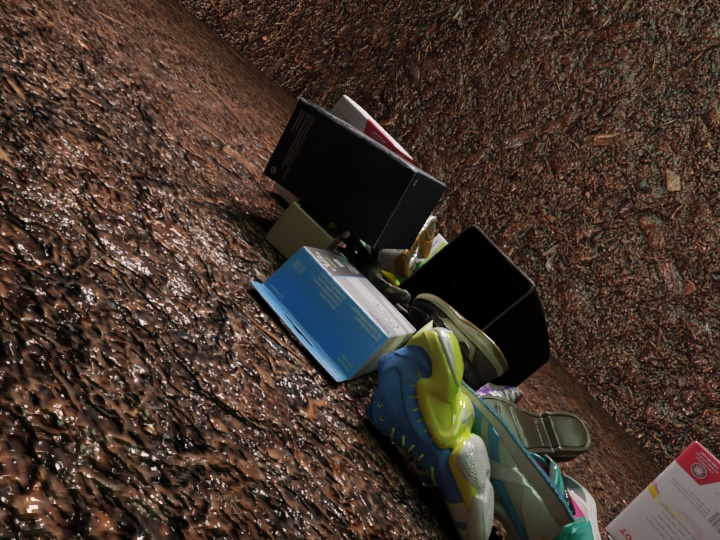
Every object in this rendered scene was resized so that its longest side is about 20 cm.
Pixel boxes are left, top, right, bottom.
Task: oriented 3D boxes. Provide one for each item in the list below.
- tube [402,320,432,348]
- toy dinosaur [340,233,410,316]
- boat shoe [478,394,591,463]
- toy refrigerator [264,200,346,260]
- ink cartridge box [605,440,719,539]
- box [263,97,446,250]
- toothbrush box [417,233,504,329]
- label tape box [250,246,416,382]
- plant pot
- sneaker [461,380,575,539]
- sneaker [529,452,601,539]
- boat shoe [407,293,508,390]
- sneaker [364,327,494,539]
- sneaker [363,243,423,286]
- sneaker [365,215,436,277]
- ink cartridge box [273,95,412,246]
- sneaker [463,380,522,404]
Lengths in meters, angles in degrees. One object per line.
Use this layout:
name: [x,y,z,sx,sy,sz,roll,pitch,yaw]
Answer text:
tube: [0.056,0.116,0.808,0.200,0.057,0.053,-47,124,-75]
toy dinosaur: [0.000,0.000,1.041,0.075,0.105,0.200,-14,26,-22]
boat shoe: [0.186,0.207,0.830,0.196,0.068,0.073,17,47,-21]
toy refrigerator: [-0.069,-0.058,0.998,0.076,0.070,0.200,42,10,0]
ink cartridge box: [0.494,0.384,1.022,0.085,0.201,0.148,31,15,-46]
box: [-0.002,-0.130,0.985,0.196,0.125,0.199,33,11,16]
toothbrush box: [0.185,0.041,1.252,0.145,0.086,0.201,44,11,-23]
label tape box: [-0.024,0.045,0.777,0.143,0.066,0.200,46,9,14]
plant pot: [0.181,0.091,1.064,0.178,0.198,0.201,47,5,-34]
sneaker: [0.125,0.190,0.699,0.201,0.080,0.076,53,6,27]
sneaker: [0.207,0.257,0.785,0.122,0.083,0.200,52,11,-2]
boat shoe: [0.112,0.093,0.905,0.200,0.065,0.073,35,-24,55]
sneaker: [0.063,0.162,0.656,0.076,0.103,0.205,43,35,-59]
sneaker: [0.033,-0.043,1.245,0.200,0.085,0.078,45,-10,2]
sneaker: [0.070,-0.054,1.165,0.086,0.078,0.200,13,21,20]
ink cartridge box: [-0.031,-0.167,1.166,0.148,0.201,0.085,46,12,22]
sneaker: [0.163,0.176,0.949,0.088,0.081,0.199,38,9,24]
